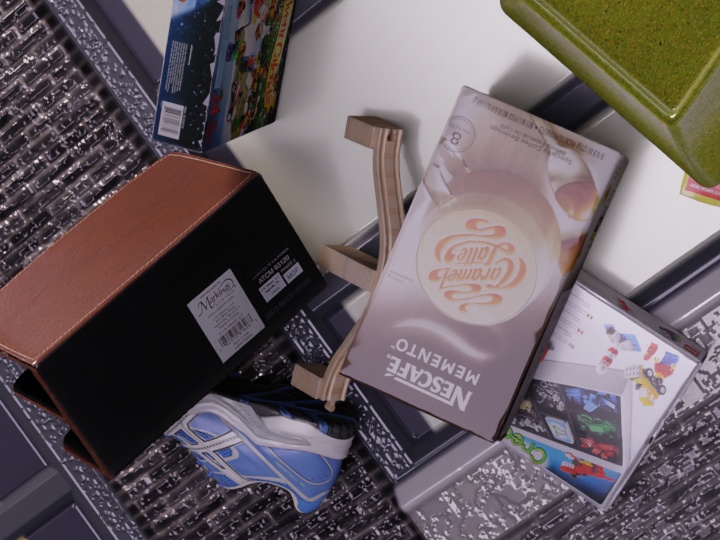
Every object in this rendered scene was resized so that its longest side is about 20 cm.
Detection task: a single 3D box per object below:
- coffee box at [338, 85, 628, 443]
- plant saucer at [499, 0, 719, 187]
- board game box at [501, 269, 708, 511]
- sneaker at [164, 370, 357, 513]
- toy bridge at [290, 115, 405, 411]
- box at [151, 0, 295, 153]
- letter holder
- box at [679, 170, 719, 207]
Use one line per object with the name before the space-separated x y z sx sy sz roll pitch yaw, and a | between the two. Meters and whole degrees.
coffee box | 0.081 -0.003 1.406 0.114 0.080 0.201 23 94 8
plant saucer | 0.191 -0.185 1.348 0.200 0.048 0.200 44 118 22
board game box | 0.116 0.055 1.472 0.200 0.035 0.127 34 109 8
sneaker | -0.104 0.110 1.532 0.199 0.076 0.077 18 109 18
toy bridge | 0.000 0.000 1.477 0.067 0.027 0.201 26 108 49
box | -0.078 -0.187 1.423 0.038 0.137 0.201 15 107 15
letter holder | -0.150 0.023 1.477 0.142 0.200 0.101 17 144 55
box | 0.263 -0.136 1.374 0.075 0.050 0.201 19 107 13
